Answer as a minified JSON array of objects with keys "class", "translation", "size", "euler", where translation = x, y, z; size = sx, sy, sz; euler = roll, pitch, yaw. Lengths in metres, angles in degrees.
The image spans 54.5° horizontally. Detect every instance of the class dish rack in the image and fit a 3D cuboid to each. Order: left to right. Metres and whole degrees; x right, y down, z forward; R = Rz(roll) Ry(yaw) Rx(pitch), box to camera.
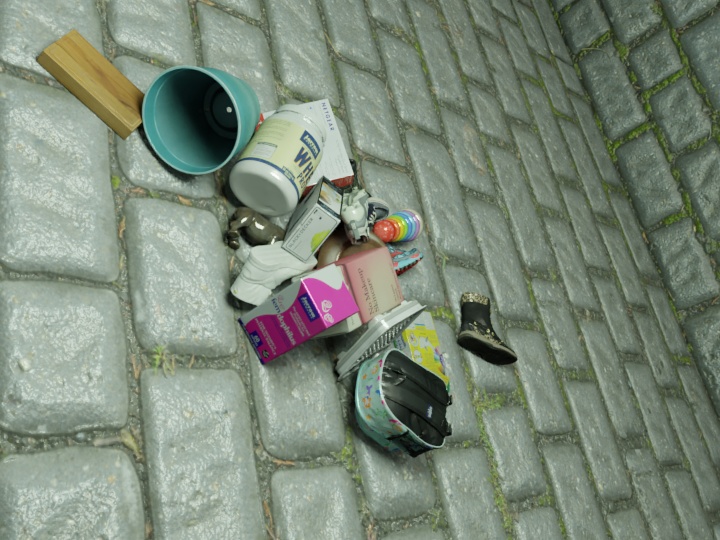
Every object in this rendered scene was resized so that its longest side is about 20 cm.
[{"class":"dish rack","translation":[0.035,0.135,1.429],"size":[0.044,0.200,0.172],"euler":[51,37,13]}]

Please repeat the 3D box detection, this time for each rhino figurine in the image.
[{"class":"rhino figurine","translation":[-0.185,-0.061,1.425],"size":[0.200,0.060,0.088],"euler":[31,49,-32]}]

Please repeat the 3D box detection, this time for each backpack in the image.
[{"class":"backpack","translation":[0.074,0.262,1.415],"size":[0.200,0.150,0.178],"euler":[43,40,-32]}]

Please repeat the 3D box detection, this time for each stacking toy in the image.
[{"class":"stacking toy","translation":[0.085,-0.101,1.683],"size":[0.085,0.085,0.200],"euler":[60,23,3]}]

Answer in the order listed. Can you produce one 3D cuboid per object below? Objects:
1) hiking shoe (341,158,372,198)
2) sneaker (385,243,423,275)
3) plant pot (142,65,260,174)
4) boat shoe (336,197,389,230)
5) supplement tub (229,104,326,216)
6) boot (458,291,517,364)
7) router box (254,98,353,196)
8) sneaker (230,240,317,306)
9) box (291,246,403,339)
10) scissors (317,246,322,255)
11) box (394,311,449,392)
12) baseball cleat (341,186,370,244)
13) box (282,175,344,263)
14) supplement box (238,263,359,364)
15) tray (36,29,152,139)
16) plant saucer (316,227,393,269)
[{"class":"hiking shoe","translation":[-0.034,-0.211,1.651],"size":[0.200,0.101,0.076],"euler":[29,46,-32]},{"class":"sneaker","translation":[0.076,-0.037,1.674],"size":[0.200,0.079,0.096],"euler":[-22,80,-51]},{"class":"plant pot","translation":[-0.291,-0.308,1.378],"size":[0.200,0.200,0.188],"euler":[53,25,-7]},{"class":"boat shoe","translation":[0.007,-0.117,1.640],"size":[0.200,0.075,0.093],"euler":[-6,46,-40]},{"class":"supplement tub","translation":[-0.162,-0.224,1.418],"size":[0.145,0.145,0.200],"euler":[39,56,-23]},{"class":"boot","translation":[0.333,0.153,1.834],"size":[0.200,0.073,0.151],"euler":[26,49,-27]},{"class":"router box","translation":[-0.130,-0.267,1.549],"size":[0.179,0.049,0.200],"euler":[-16,74,-10]},{"class":"sneaker","translation":[-0.174,0.009,1.364],"size":[0.074,0.116,0.200],"euler":[44,23,21]},{"class":"box","translation":[-0.021,0.042,1.402],"size":[0.200,0.109,0.128],"euler":[-25,99,-52]},{"class":"scissors","translation":[-0.032,0.004,1.586],"size":[0.200,0.014,0.073],"euler":[53,36,-9]},{"class":"box","translation":[0.138,0.192,1.616],"size":[0.117,0.048,0.200],"euler":[10,56,-44]},{"class":"baseball cleat","translation":[-0.013,-0.114,1.520],"size":[0.200,0.070,0.107],"euler":[-71,149,-70]},{"class":"box","translation":[-0.093,-0.108,1.424],"size":[0.060,0.117,0.200],"euler":[36,18,-13]},{"class":"supplement box","translation":[-0.116,0.082,1.291],"size":[0.103,0.200,0.101],"euler":[-25,84,-51]},{"class":"tray","translation":[-0.487,-0.348,1.308],"size":[0.200,0.037,0.099],"euler":[44,41,-19]},{"class":"plant saucer","translation":[0.000,0.000,1.540],"size":[0.200,0.037,0.201],"euler":[3,83,-30]}]
